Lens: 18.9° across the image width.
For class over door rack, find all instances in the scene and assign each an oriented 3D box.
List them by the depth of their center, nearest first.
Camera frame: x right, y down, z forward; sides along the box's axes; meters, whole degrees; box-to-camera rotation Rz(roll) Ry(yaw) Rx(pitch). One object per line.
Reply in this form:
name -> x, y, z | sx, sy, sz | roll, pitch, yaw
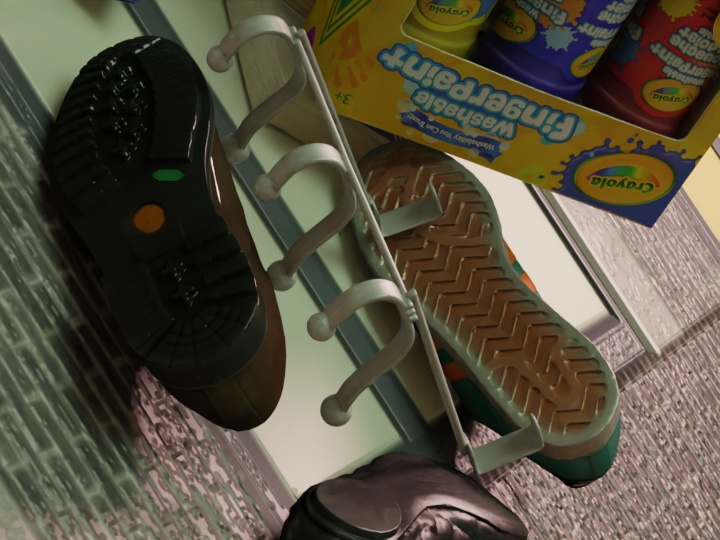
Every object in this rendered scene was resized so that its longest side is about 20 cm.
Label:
over door rack -> 0.000, 0.000, 0.924 | 0.200, 0.066, 0.148 | 45, 20, -59

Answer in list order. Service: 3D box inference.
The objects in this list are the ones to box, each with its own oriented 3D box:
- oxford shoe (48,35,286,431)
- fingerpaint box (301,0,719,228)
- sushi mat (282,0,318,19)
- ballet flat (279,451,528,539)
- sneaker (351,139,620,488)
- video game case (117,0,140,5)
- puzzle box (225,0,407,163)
oxford shoe -> -0.078, -0.014, 0.884 | 0.085, 0.072, 0.201 | 64, 7, -50
fingerpaint box -> 0.098, -0.129, 1.055 | 0.199, 0.167, 0.074 | 19, 33, -24
sushi mat -> 0.015, -0.147, 1.085 | 0.200, 0.096, 0.012 | 36, 28, -33
ballet flat -> 0.015, 0.114, 0.907 | 0.066, 0.057, 0.200 | 34, 13, 23
sneaker -> 0.057, 0.026, 1.054 | 0.200, 0.071, 0.080 | 56, -11, 30
video game case -> -0.084, -0.252, 0.997 | 0.045, 0.201, 0.182 | 16, 34, -5
puzzle box -> -0.023, -0.137, 1.149 | 0.133, 0.025, 0.201 | 29, 36, -42
